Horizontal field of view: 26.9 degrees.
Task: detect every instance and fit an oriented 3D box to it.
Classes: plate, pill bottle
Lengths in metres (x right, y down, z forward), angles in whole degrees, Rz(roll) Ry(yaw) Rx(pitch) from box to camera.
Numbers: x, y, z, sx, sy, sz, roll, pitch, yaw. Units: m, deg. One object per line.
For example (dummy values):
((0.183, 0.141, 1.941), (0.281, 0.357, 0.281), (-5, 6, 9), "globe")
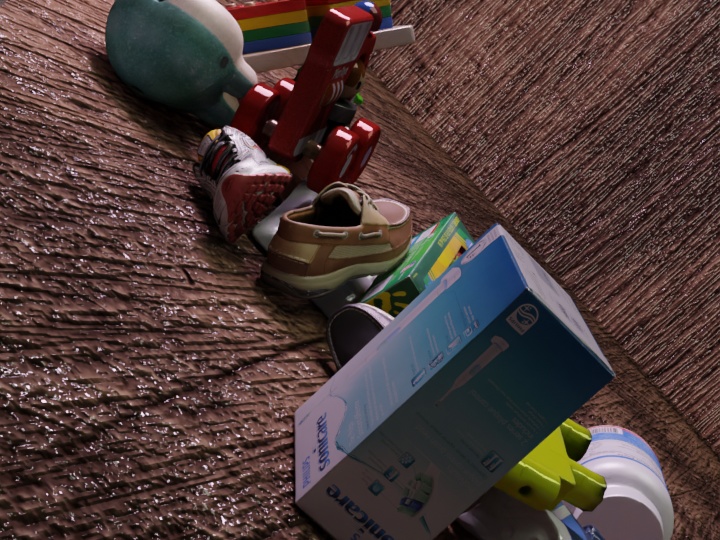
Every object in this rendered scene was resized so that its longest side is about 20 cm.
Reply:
((0.000, 0.000, 1.431), (0.200, 0.032, 0.200), (48, 21, -4), "plate")
((0.236, 0.223, 1.423), (0.112, 0.112, 0.200), (46, 11, -2), "pill bottle")

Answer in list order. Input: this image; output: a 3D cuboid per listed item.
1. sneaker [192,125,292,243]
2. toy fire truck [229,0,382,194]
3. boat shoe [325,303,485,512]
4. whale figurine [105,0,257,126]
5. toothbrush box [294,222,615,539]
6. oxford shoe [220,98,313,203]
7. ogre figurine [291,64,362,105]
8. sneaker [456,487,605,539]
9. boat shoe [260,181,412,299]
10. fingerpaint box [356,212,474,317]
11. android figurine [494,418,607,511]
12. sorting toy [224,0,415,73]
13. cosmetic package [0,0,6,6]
((-0.112, -0.079, 1.302), (0.082, 0.078, 0.200), (41, 2, -7), "sneaker")
((-0.029, -0.174, 1.430), (0.112, 0.168, 0.200), (30, 17, 7), "toy fire truck")
((0.030, 0.100, 1.180), (0.200, 0.072, 0.065), (59, 10, 28), "boat shoe")
((-0.174, -0.190, 1.434), (0.159, 0.104, 0.200), (27, -20, 18), "whale figurine")
((0.053, 0.082, 0.980), (0.085, 0.200, 0.146), (45, 10, -15), "toothbrush box")
((-0.080, -0.107, 1.559), (0.200, 0.071, 0.074), (53, -4, -2), "oxford shoe")
((-0.067, -0.180, 1.702), (0.098, 0.120, 0.200), (48, 11, -13), "ogre figurine")
((0.142, 0.211, 1.206), (0.146, 0.081, 0.200), (46, 7, -37), "sneaker")
((-0.011, -0.036, 1.310), (0.075, 0.074, 0.200), (20, 25, 23), "boat shoe")
((0.087, 0.057, 1.371), (0.167, 0.073, 0.200), (56, 23, -6), "fingerpaint box")
((0.098, 0.106, 1.142), (0.200, 0.041, 0.182), (33, 24, -18), "android figurine")
((-0.075, -0.257, 1.597), (0.200, 0.198, 0.070), (-161, -120, -66), "sorting toy")
((-0.295, -0.325, 1.118), (0.123, 0.200, 0.199), (51, 12, 25), "cosmetic package")
